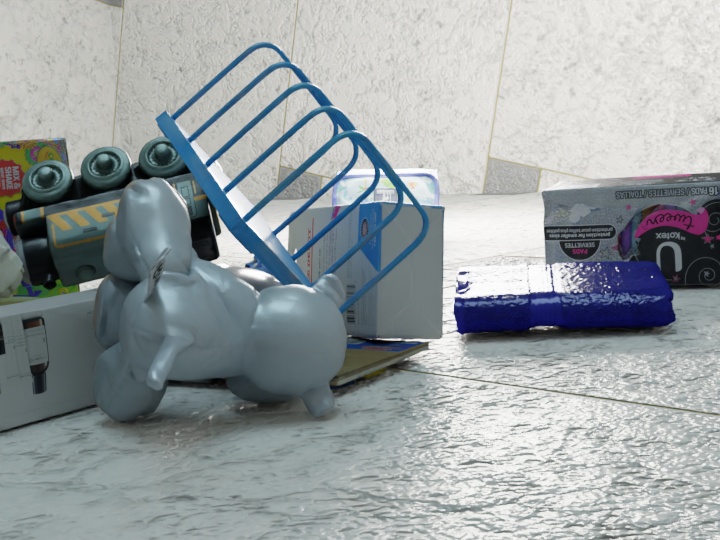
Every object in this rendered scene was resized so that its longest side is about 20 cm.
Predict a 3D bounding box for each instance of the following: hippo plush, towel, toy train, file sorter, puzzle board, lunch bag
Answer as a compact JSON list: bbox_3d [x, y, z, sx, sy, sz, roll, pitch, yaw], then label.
[{"bbox_3d":[-0.090,0.022,0.872,0.159,0.161,0.200,5,-16,-22],"label":"hippo plush"},{"bbox_3d":[0.184,0.030,1.168,0.198,0.050,0.148,-2,14,7],"label":"towel"},{"bbox_3d":[-0.215,-0.047,1.114,0.198,0.115,0.086,-12,-35,-7],"label":"toy train"},{"bbox_3d":[-0.053,-0.076,1.014,0.122,0.139,0.200,-40,39,0],"label":"file sorter"},{"bbox_3d":[-0.063,0.074,1.036,0.198,0.018,0.150,1,7,31],"label":"puzzle board"},{"bbox_3d":[0.040,-0.090,1.955,0.168,0.129,0.200,-1,20,4],"label":"lunch bag"}]

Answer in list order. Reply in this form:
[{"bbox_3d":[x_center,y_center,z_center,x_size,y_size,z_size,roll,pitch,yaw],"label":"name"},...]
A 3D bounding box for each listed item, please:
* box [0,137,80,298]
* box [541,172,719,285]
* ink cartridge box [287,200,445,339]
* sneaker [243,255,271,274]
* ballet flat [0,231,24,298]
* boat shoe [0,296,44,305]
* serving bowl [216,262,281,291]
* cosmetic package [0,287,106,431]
[{"bbox_3d":[-0.354,-0.026,1.240,0.121,0.202,0.192,-6,6,-23],"label":"box"},{"bbox_3d":[0.312,-0.044,1.410,0.198,0.116,0.132,-3,8,19],"label":"box"},{"bbox_3d":[0.000,0.000,1.142,0.067,0.116,0.200,2,0,-26],"label":"ink cartridge box"},{"bbox_3d":[-0.107,0.020,1.250,0.198,0.078,0.076,-8,9,-20],"label":"sneaker"},{"bbox_3d":[-0.312,0.015,1.067,0.069,0.201,0.070,3,49,-4],"label":"ballet flat"},{"bbox_3d":[-0.324,0.067,1.022,0.199,0.074,0.063,-3,18,13],"label":"boat shoe"},{"bbox_3d":[-0.155,0.033,1.101,0.198,0.066,0.200,-11,2,0],"label":"serving bowl"},{"bbox_3d":[-0.242,0.066,0.920,0.050,0.083,0.199,5,11,37],"label":"cosmetic package"}]
